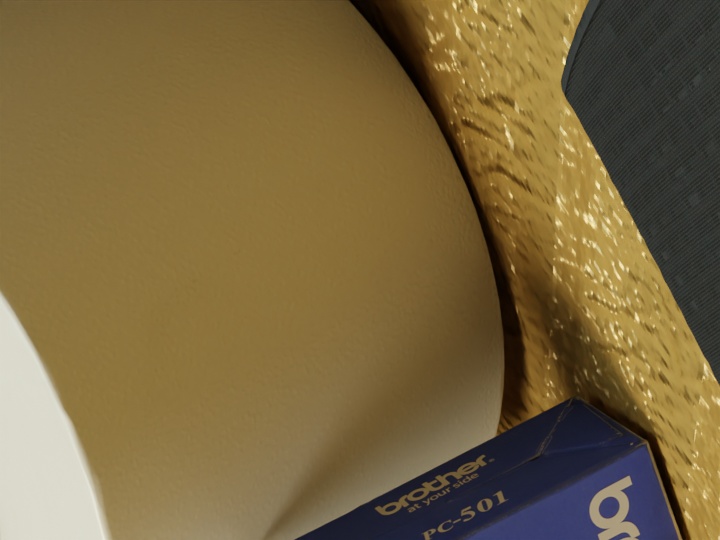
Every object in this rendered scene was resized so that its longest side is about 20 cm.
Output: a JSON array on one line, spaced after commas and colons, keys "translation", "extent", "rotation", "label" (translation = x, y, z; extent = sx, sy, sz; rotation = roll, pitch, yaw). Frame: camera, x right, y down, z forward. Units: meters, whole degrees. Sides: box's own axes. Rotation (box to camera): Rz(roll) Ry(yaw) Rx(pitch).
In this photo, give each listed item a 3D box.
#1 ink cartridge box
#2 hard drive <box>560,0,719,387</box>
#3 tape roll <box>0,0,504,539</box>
[{"translation": [0.053, 0.142, 0.747], "extent": [0.044, 0.094, 0.200], "rotation": [33, 146, 65], "label": "ink cartridge box"}, {"translation": [0.088, -0.014, 0.445], "extent": [0.135, 0.042, 0.200], "rotation": [63, 166, 5], "label": "hard drive"}, {"translation": [-0.080, 0.016, 0.790], "extent": [0.203, 0.139, 0.203], "rotation": [28, 133, 35], "label": "tape roll"}]
